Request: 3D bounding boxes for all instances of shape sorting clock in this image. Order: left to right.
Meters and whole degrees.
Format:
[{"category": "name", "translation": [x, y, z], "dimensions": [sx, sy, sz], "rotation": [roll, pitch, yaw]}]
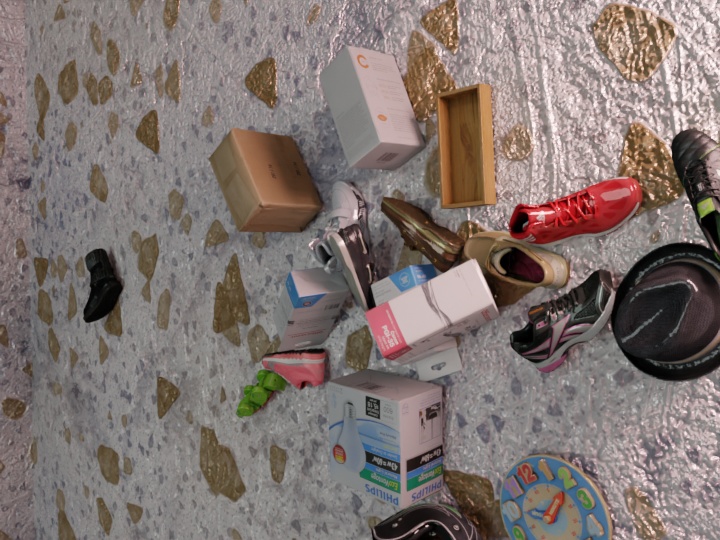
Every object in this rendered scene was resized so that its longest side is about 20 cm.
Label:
[{"category": "shape sorting clock", "translation": [0.308, 0.396, 1.176], "dimensions": [0.199, 0.039, 0.203], "rotation": [4, 96, 47]}]

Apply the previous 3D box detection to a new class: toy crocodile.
[{"category": "toy crocodile", "translation": [-0.241, 0.297, 1.736], "dimensions": [0.200, 0.061, 0.068], "rotation": [-47, 21, 40]}]

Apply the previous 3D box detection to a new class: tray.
[{"category": "tray", "translation": [0.183, -0.212, 1.270], "dimensions": [0.098, 0.037, 0.203], "rotation": [-2, 91, 47]}]

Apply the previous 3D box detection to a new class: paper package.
[{"category": "paper package", "translation": [-0.201, -0.187, 1.563], "dimensions": [0.103, 0.189, 0.202], "rotation": [-41, 65, 35]}]

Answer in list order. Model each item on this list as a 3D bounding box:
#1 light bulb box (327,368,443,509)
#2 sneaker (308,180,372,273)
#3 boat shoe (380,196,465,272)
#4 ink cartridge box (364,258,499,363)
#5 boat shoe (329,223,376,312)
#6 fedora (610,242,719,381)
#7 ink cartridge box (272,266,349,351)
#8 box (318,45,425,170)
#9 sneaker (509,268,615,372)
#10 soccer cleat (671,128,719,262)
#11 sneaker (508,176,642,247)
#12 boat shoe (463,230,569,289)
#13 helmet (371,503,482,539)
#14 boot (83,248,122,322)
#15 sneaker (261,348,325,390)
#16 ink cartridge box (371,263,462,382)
[{"category": "light bulb box", "translation": [0.046, 0.309, 1.377], "dimensions": [0.197, 0.124, 0.203], "rotation": [6, 100, 46]}, {"category": "sneaker", "translation": [-0.046, -0.085, 1.461], "dimensions": [0.075, 0.114, 0.203], "rotation": [-20, 78, 44]}, {"category": "boat shoe", "translation": [0.101, -0.069, 1.339], "dimensions": [0.200, 0.072, 0.068], "rotation": [41, 118, 34]}, {"category": "ink cartridge box", "translation": [0.123, 0.072, 1.213], "dimensions": [0.198, 0.146, 0.084], "rotation": [-26, 73, 9]}, {"category": "boat shoe", "translation": [0.000, 0.000, 1.408], "dimensions": [0.074, 0.060, 0.202], "rotation": [42, 158, 57]}, {"category": "fedora", "translation": [0.418, 0.060, 0.998], "dimensions": [0.199, 0.091, 0.204], "rotation": [5, 97, 46]}, {"category": "ink cartridge box", "translation": [-0.111, 0.081, 1.518], "dimensions": [0.067, 0.115, 0.201], "rotation": [64, 147, 30]}, {"category": "box", "translation": [0.021, -0.300, 1.370], "dimensions": [0.097, 0.123, 0.202], "rotation": [-31, 70, 43]}, {"category": "sneaker", "translation": [0.300, 0.074, 1.107], "dimensions": [0.201, 0.086, 0.081], "rotation": [-58, 16, 31]}, {"category": "soccer cleat", "translation": [0.459, -0.098, 0.954], "dimensions": [0.067, 0.080, 0.202], "rotation": [-33, 69, 42]}, {"category": "sneaker", "translation": [0.309, -0.081, 1.088], "dimensions": [0.199, 0.115, 0.079], "rotation": [-31, 71, 43]}, {"category": "boat shoe", "translation": [0.243, -0.020, 1.197], "dimensions": [0.199, 0.066, 0.075], "rotation": [19, 106, 44]}, {"category": "helmet", "translation": [0.123, 0.501, 1.270], "dimensions": [0.200, 0.188, 0.203], "rotation": [170, 90, -85]}, {"category": "boot", "translation": [-0.841, 0.049, 2.330], "dimensions": [0.211, 0.079, 0.158], "rotation": [-47, 67, 25]}, {"category": "sneaker", "translation": [-0.153, 0.222, 1.625], "dimensions": [0.199, 0.073, 0.088], "rotation": [-8, 88, 46]}, {"category": "ink cartridge box", "translation": [0.103, 0.102, 1.352], "dimensions": [0.116, 0.067, 0.202], "rotation": [-28, 73, 44]}]
